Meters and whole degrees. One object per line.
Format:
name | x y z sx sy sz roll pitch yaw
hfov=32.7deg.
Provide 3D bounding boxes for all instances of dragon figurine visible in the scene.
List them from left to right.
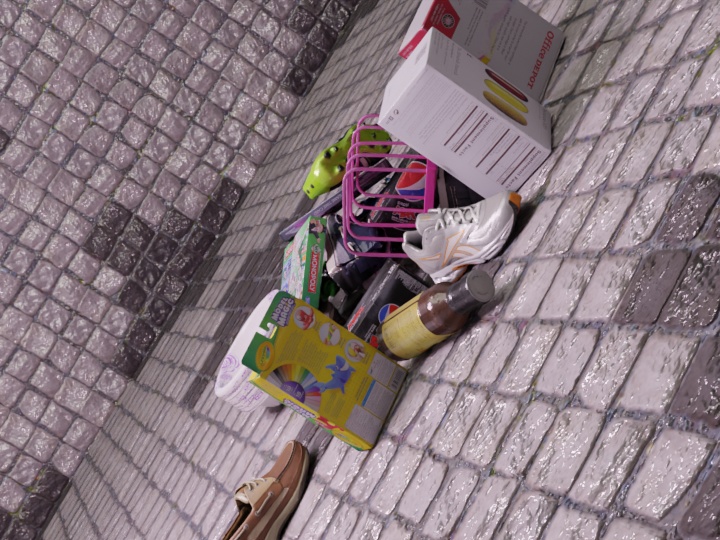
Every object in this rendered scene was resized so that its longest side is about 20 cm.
dragon figurine | 0.051 -0.113 1.963 0.199 0.059 0.099 -38 13 -4

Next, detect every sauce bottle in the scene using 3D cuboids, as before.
sauce bottle | 0.091 0.053 1.481 0.200 0.064 0.065 -36 25 55

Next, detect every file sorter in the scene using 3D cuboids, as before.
file sorter | 0.044 -0.121 1.706 0.201 0.124 0.140 -80 -8 -61

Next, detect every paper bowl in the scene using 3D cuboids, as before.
paper bowl | -0.146 0.141 2.011 0.201 0.104 0.201 -51 16 20

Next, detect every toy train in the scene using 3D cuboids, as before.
toy train | -0.043 0.007 2.006 0.200 0.041 0.057 -50 -28 -44

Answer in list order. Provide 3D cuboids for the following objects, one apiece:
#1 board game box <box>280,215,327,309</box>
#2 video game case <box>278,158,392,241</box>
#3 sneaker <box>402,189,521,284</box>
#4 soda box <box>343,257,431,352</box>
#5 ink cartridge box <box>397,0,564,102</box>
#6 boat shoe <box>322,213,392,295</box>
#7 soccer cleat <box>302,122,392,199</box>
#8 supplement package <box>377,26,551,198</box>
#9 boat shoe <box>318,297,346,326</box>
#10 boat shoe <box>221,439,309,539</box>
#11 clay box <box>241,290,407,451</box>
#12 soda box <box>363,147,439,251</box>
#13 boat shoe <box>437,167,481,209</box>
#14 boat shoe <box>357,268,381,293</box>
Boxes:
board game box | -0.090 0.010 1.841 0.200 0.029 0.136 137 141 -71
video game case | -0.034 -0.109 1.924 0.199 0.019 0.143 -35 -1 5
sneaker | 0.121 -0.051 1.545 0.200 0.092 0.076 -41 22 48
soda box | 0.015 0.086 1.668 0.201 0.063 0.071 -56 13 2
ink cartridge box | 0.172 -0.321 1.736 0.086 0.199 0.148 -35 25 57
boat shoe | -0.003 -0.044 1.806 0.092 0.075 0.201 -34 30 11
soccer cleat | -0.021 -0.168 1.861 0.081 0.068 0.200 -47 -7 39
supplement package | 0.137 -0.197 1.584 0.110 0.199 0.114 -48 17 32
boat shoe | -0.043 0.090 1.840 0.075 0.073 0.200 -53 9 6
boat shoe | -0.132 0.314 1.651 0.076 0.074 0.201 -35 26 56
clay box | -0.050 0.124 1.524 0.116 0.199 0.048 -62 15 -25
soda box | 0.085 -0.132 1.873 0.201 0.063 0.071 -58 14 -1
boat shoe | 0.145 -0.124 1.740 0.062 0.073 0.200 -8 22 9
boat shoe | 0.000 0.000 1.886 0.066 0.073 0.200 -54 13 -5
